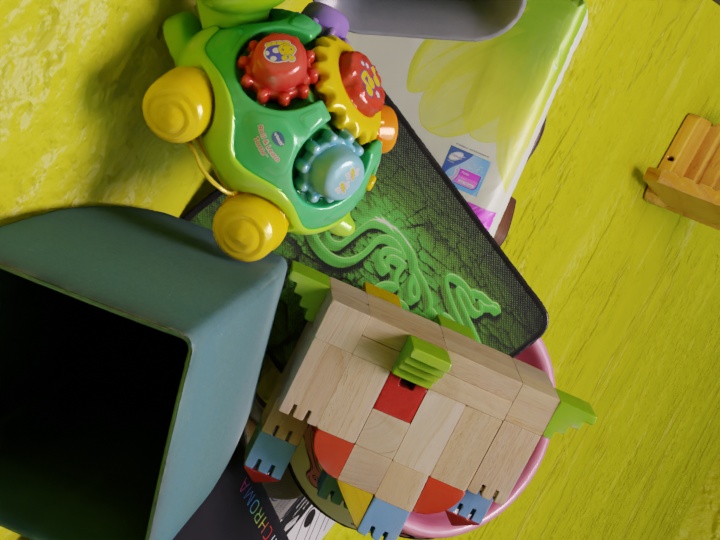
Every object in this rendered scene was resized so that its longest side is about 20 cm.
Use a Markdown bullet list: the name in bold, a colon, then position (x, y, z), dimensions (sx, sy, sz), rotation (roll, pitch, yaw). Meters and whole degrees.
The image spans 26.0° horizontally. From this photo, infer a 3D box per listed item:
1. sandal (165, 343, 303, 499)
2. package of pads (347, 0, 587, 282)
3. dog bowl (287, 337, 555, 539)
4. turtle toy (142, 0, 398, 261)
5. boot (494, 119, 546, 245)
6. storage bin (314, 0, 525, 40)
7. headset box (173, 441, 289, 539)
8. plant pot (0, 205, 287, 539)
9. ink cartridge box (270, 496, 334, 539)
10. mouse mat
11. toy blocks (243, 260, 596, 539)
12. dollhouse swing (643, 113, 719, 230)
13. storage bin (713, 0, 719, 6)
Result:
- **sandal**: position (-0.091, 0.109, 1.049), dimensions (0.200, 0.080, 0.054), rotation (66, 34, -52)
- **package of pads**: position (0.042, -0.113, 1.029), dimensions (0.200, 0.154, 0.068), rotation (-66, 170, 6)
- **dog bowl**: position (0.048, 0.093, 1.064), dimensions (0.200, 0.074, 0.200), rotation (-8, 105, -33)
- **turtle toy**: position (-0.047, -0.108, 0.872), dimensions (0.200, 0.101, 0.146), rotation (61, 26, -14)
- **boot**: position (0.066, -0.122, 1.189), dimensions (0.200, 0.064, 0.187), rotation (26, 68, -53)
- **storage bin**: position (0.031, -0.255, 0.901), dimensions (0.134, 0.145, 0.200), rotation (-81, 173, -47)
- **headset box**: position (-0.139, 0.224, 0.996), dimensions (0.200, 0.093, 0.174), rotation (-55, 143, -33)
- **plant pot**: position (-0.125, 0.043, 0.859), dimensions (0.200, 0.141, 0.141), rotation (-41, 148, -64)
- **ink cartridge box**: position (-0.023, 0.152, 1.277), dimensions (0.200, 0.044, 0.094), rotation (-48, 152, -35)
- **mouse mat**: position (0.003, 0.003, 0.985), dimensions (0.161, 0.200, 0.008), rotation (-37, -175, -3)
- **toy blocks**: position (0.021, 0.099, 0.949), dimensions (0.100, 0.200, 0.137), rotation (-100, -145, -74)
- **dollhouse swing**: position (0.443, -0.117, 1.788), dimensions (0.182, 0.200, 0.176), rotation (-59, 155, -14)
- **storage bin**: position (0.400, -0.365, 1.574), dimensions (0.200, 0.146, 0.134), rotation (-56, -178, -21)
